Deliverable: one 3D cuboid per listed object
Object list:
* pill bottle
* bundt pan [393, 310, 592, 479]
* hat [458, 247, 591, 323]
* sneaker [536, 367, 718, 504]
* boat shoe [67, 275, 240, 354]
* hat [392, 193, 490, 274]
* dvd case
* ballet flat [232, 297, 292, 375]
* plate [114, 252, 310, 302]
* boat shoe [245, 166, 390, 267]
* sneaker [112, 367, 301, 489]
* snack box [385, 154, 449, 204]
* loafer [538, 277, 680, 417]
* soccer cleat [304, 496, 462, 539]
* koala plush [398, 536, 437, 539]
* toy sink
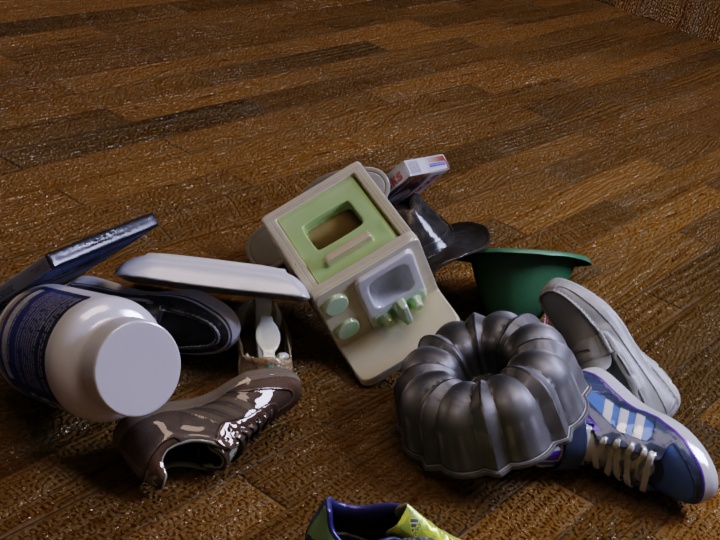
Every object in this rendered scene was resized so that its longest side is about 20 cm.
[{"bbox_3d":[-0.243,0.075,1.114,0.111,0.112,0.200,-8,9,-35],"label":"pill bottle"},{"bbox_3d":[0.124,0.109,1.229,0.201,0.076,0.202,-13,30,8],"label":"bundt pan"},{"bbox_3d":[0.190,0.068,1.499,0.165,0.177,0.200,-1,-6,27],"label":"hat"},{"bbox_3d":[0.237,0.183,1.239,0.146,0.081,0.200,-19,45,-31],"label":"sneaker"},{"bbox_3d":[-0.225,0.054,1.281,0.199,0.072,0.068,13,27,10],"label":"boat shoe"},{"bbox_3d":[0.056,-0.046,1.490,0.200,0.081,0.201,-20,14,5],"label":"hat"},{"bbox_3d":[-0.309,0.003,1.246,0.142,0.200,0.018,-29,92,-49],"label":"dvd case"},{"bbox_3d":[-0.101,0.068,1.315,0.070,0.066,0.200,3,27,-15],"label":"ballet flat"},{"bbox_3d":[-0.154,0.007,1.337,0.198,0.033,0.200,8,-3,-4],"label":"plate"},{"bbox_3d":[-0.047,-0.066,1.503,0.073,0.199,0.063,60,17,3],"label":"boat shoe"},{"bbox_3d":[-0.129,0.152,1.156,0.199,0.071,0.076,-15,54,-35],"label":"sneaker"},{"bbox_3d":[0.024,-0.083,1.549,0.072,0.200,0.024,-15,75,-43],"label":"snack box"},{"bbox_3d":[0.265,0.094,1.363,0.070,0.070,0.200,-36,78,-34],"label":"loafer"},{"bbox_3d":[0.052,0.235,1.030,0.199,0.084,0.065,11,26,-3],"label":"soccer cleat"},{"bbox_3d":[0.085,0.287,0.869,0.199,0.184,0.178,18,24,-16],"label":"koala plush"},{"bbox_3d":[0.000,0.000,1.347,0.130,0.112,0.200,-30,52,-4],"label":"toy sink"}]
